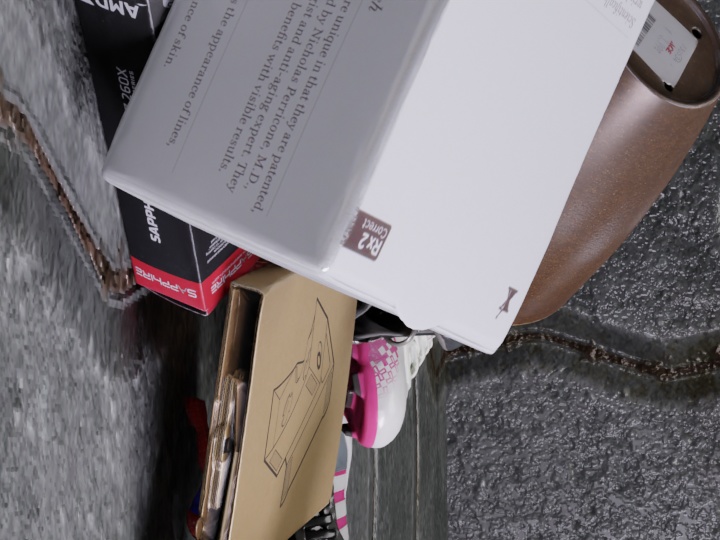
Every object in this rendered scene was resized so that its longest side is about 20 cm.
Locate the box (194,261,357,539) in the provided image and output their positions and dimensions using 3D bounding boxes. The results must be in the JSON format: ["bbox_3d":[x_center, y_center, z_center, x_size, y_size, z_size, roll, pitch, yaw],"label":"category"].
[{"bbox_3d":[-0.041,0.069,1.196,0.200,0.021,0.164,-30,129,-72],"label":"box"}]

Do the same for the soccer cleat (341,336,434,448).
[{"bbox_3d":[0.020,0.032,1.399,0.200,0.086,0.070,-104,-161,-51],"label":"soccer cleat"}]

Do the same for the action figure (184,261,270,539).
[{"bbox_3d":[-0.072,0.094,1.252,0.066,0.051,0.201,69,25,-56],"label":"action figure"}]

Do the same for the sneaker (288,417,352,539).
[{"bbox_3d":[-0.040,0.166,1.410,0.121,0.083,0.201,-98,-177,-50],"label":"sneaker"}]

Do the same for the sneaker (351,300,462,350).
[{"bbox_3d":[0.000,0.000,1.318,0.082,0.200,0.077,-49,127,-25],"label":"sneaker"}]

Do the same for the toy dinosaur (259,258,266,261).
[{"bbox_3d":[-0.048,-0.091,1.555,0.200,0.105,0.181,-53,-173,-2],"label":"toy dinosaur"}]

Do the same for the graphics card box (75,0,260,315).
[{"bbox_3d":[-0.069,-0.093,1.078,0.126,0.051,0.201,-48,147,-34],"label":"graphics card box"}]

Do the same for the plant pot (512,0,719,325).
[{"bbox_3d":[0.123,-0.092,1.368,0.200,0.186,0.188,-39,-141,47],"label":"plant pot"}]

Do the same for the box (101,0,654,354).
[{"bbox_3d":[0.015,-0.088,1.034,0.199,0.130,0.201,25,89,-62],"label":"box"}]
